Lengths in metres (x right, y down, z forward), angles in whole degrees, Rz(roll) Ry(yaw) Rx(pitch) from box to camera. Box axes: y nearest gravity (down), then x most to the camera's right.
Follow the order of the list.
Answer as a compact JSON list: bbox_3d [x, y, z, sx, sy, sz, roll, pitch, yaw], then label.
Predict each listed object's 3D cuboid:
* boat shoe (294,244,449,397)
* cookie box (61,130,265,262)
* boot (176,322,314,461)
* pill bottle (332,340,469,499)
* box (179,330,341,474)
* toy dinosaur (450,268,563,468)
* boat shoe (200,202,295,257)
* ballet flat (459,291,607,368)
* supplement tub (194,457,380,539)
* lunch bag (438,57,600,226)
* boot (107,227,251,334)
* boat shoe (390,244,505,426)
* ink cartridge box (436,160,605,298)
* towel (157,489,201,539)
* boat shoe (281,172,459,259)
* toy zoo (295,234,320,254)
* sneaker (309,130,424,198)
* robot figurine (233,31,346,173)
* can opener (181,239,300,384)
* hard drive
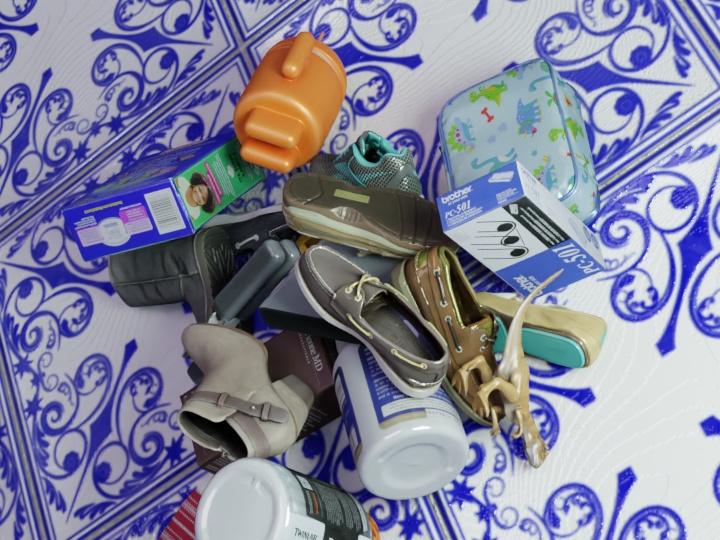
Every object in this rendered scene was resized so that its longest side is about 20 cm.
[{"bbox_3d":[0.013,0.040,1.493,0.072,0.060,0.200,-32,70,-33],"label":"boat shoe"},{"bbox_3d":[-0.237,-0.094,1.807,0.170,0.200,0.076,-13,107,28],"label":"cookie box"},{"bbox_3d":[-0.148,0.131,1.578,0.199,0.146,0.071,25,120,23],"label":"boot"},{"bbox_3d":[0.035,0.129,1.569,0.119,0.120,0.201,-33,45,17],"label":"pill bottle"},{"bbox_3d":[-0.102,0.147,1.690,0.199,0.075,0.101,-32,55,16],"label":"box"},{"bbox_3d":[0.151,0.101,1.498,0.060,0.106,0.202,17,114,57],"label":"toy dinosaur"},{"bbox_3d":[-0.111,-0.047,1.777,0.199,0.075,0.061,-9,91,44],"label":"boat shoe"},{"bbox_3d":[0.171,0.057,1.564,0.199,0.069,0.063,16,46,34],"label":"ballet flat"},{"bbox_3d":[-0.068,0.272,1.529,0.122,0.200,0.124,-13,65,30],"label":"supplement tub"},{"bbox_3d":[0.169,-0.121,1.615,0.160,0.082,0.201,-24,55,23],"label":"lunch bag"},{"bbox_3d":[-0.229,0.033,1.819,0.199,0.072,0.184,-8,89,40],"label":"boot"},{"bbox_3d":[0.107,0.069,1.524,0.068,0.201,0.072,-26,12,30],"label":"boat shoe"},{"bbox_3d":[0.167,-0.037,1.509,0.094,0.200,0.045,-24,58,23],"label":"ink cartridge box"},{"bbox_3d":[-0.203,0.369,1.691,0.144,0.022,0.201,31,87,40],"label":"towel"},{"bbox_3d":[0.012,-0.046,1.587,0.199,0.076,0.072,19,51,11],"label":"boat shoe"},{"bbox_3d":[0.002,-0.023,1.727,0.131,0.020,0.201,-40,53,13],"label":"toy zoo"},{"bbox_3d":[0.007,-0.118,1.672,0.077,0.092,0.199,-24,28,-30],"label":"sneaker"},{"bbox_3d":[-0.083,-0.202,1.781,0.116,0.144,0.201,-12,36,30],"label":"robot figurine"},{"bbox_3d":[-0.134,0.046,1.672,0.067,0.052,0.200,51,119,23],"label":"can opener"},{"bbox_3d":[0.000,0.000,1.620,0.139,0.033,0.200,9,43,35],"label":"hard drive"}]
